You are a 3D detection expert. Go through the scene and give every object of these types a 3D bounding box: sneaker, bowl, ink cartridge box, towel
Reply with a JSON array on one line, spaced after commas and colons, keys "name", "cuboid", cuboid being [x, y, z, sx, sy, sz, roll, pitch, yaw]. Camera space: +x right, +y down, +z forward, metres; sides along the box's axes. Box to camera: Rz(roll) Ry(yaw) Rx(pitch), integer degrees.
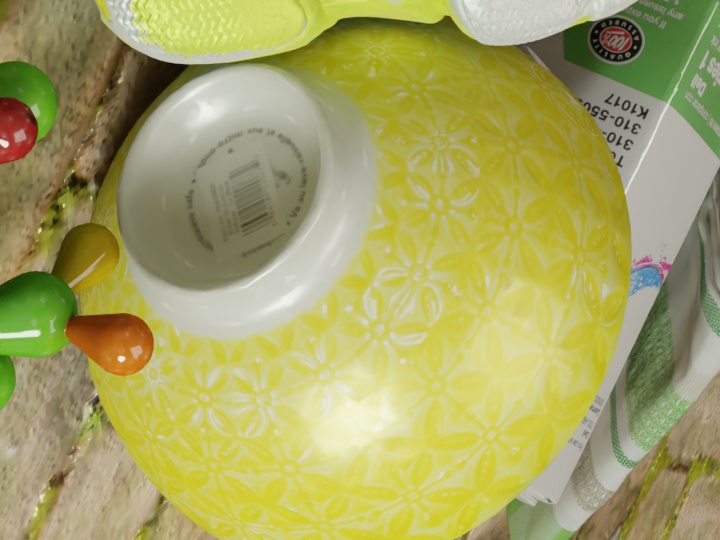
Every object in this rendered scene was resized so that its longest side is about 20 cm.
[{"name": "sneaker", "cuboid": [0.003, -0.120, 0.823, 0.198, 0.105, 0.076, -6, 114, -15]}, {"name": "bowl", "cuboid": [-0.021, -0.010, 0.834, 0.201, 0.199, 0.108, -62, 147, -6]}, {"name": "ink cartridge box", "cuboid": [0.048, -0.030, 0.997, 0.201, 0.144, 0.084, -64, 154, -4]}, {"name": "towel", "cuboid": [0.117, 0.028, 1.161, 0.200, 0.031, 0.150, -55, -158, 39]}]

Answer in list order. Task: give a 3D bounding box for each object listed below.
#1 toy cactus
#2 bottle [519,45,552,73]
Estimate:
[{"name": "toy cactus", "cuboid": [-0.152, 0.024, 0.739, 0.201, 0.102, 0.165, -57, 145, 1]}, {"name": "bottle", "cuboid": [0.000, 0.000, 0.924, 0.200, 0.084, 0.065, -40, 160, 8]}]
